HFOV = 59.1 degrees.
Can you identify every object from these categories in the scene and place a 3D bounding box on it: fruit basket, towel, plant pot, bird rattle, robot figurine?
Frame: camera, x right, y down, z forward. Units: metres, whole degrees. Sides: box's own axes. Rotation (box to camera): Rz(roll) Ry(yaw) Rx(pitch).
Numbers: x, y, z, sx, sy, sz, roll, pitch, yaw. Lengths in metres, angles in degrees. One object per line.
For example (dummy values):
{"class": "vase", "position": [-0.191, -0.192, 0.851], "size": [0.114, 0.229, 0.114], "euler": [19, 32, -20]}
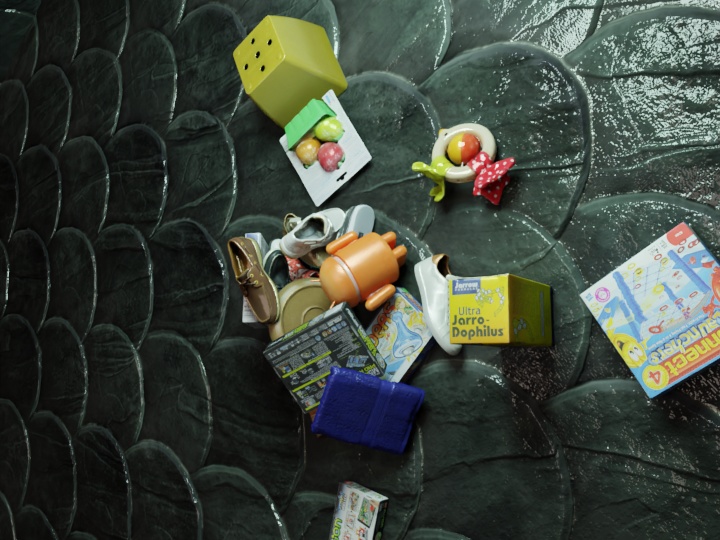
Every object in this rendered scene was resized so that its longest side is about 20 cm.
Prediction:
{"class": "fruit basket", "position": [-0.081, -0.283, 1.474], "size": [0.185, 0.093, 0.201], "euler": [-38, 78, 27]}
{"class": "towel", "position": [0.013, 0.273, 1.249], "size": [0.050, 0.198, 0.149], "euler": [-120, 49, -72]}
{"class": "plant pot", "position": [-0.182, -0.478, 1.507], "size": [0.199, 0.176, 0.202], "euler": [-34, 65, 29]}
{"class": "plant pot", "position": [-0.097, 0.110, 1.353], "size": [0.027, 0.198, 0.203], "euler": [144, 122, -66]}
{"class": "bird rattle", "position": [0.202, -0.217, 1.230], "size": [0.198, 0.112, 0.165], "euler": [-4, 65, 34]}
{"class": "robot figurine", "position": [-0.001, -0.001, 1.300], "size": [0.145, 0.199, 0.116], "euler": [64, 164, -17]}

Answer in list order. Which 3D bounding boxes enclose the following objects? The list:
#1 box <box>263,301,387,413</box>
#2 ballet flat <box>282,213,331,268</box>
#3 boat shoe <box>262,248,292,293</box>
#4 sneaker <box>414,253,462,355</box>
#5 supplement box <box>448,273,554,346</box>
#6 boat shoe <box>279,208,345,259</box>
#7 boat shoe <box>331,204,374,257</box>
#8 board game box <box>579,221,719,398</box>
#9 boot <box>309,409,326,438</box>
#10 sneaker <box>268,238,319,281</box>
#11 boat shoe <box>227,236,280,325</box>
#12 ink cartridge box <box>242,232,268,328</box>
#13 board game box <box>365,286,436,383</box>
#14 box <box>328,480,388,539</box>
{"class": "box", "position": [-0.071, 0.177, 1.271], "size": [0.199, 0.044, 0.161], "euler": [-30, 103, 19]}
{"class": "ballet flat", "position": [-0.129, -0.077, 1.447], "size": [0.200, 0.067, 0.073], "euler": [47, 153, 51]}
{"class": "boat shoe", "position": [-0.174, 0.049, 1.397], "size": [0.066, 0.074, 0.201], "euler": [30, 125, 37]}
{"class": "sneaker", "position": [0.167, 0.059, 1.227], "size": [0.084, 0.072, 0.202], "euler": [-30, 65, 33]}
{"class": "supplement box", "position": [0.245, 0.074, 1.087], "size": [0.108, 0.199, 0.111], "euler": [-6, 79, 36]}
{"class": "boat shoe", "position": [-0.088, -0.091, 1.372], "size": [0.071, 0.200, 0.069], "euler": [48, 136, 3]}
{"class": "boat shoe", "position": [-0.031, -0.049, 1.390], "size": [0.068, 0.073, 0.202], "euler": [6, 81, 54]}
{"class": "board game box", "position": [0.486, 0.064, 0.995], "size": [0.200, 0.056, 0.197], "euler": [-41, 61, 25]}
{"class": "boot", "position": [-0.048, 0.254, 1.363], "size": [0.200, 0.076, 0.157], "euler": [-44, 53, 43]}
{"class": "sneaker", "position": [-0.137, 0.004, 1.448], "size": [0.108, 0.067, 0.203], "euler": [-32, 76, 47]}
{"class": "boat shoe", "position": [-0.230, 0.021, 1.324], "size": [0.072, 0.067, 0.202], "euler": [-29, 73, 23]}
{"class": "ink cartridge box", "position": [-0.237, 0.031, 1.470], "size": [0.043, 0.200, 0.199], "euler": [0, 80, -2]}
{"class": "board game box", "position": [0.068, 0.153, 1.313], "size": [0.135, 0.034, 0.201], "euler": [44, 110, 33]}
{"class": "box", "position": [-0.012, 0.553, 1.316], "size": [0.109, 0.035, 0.202], "euler": [12, 91, 38]}
